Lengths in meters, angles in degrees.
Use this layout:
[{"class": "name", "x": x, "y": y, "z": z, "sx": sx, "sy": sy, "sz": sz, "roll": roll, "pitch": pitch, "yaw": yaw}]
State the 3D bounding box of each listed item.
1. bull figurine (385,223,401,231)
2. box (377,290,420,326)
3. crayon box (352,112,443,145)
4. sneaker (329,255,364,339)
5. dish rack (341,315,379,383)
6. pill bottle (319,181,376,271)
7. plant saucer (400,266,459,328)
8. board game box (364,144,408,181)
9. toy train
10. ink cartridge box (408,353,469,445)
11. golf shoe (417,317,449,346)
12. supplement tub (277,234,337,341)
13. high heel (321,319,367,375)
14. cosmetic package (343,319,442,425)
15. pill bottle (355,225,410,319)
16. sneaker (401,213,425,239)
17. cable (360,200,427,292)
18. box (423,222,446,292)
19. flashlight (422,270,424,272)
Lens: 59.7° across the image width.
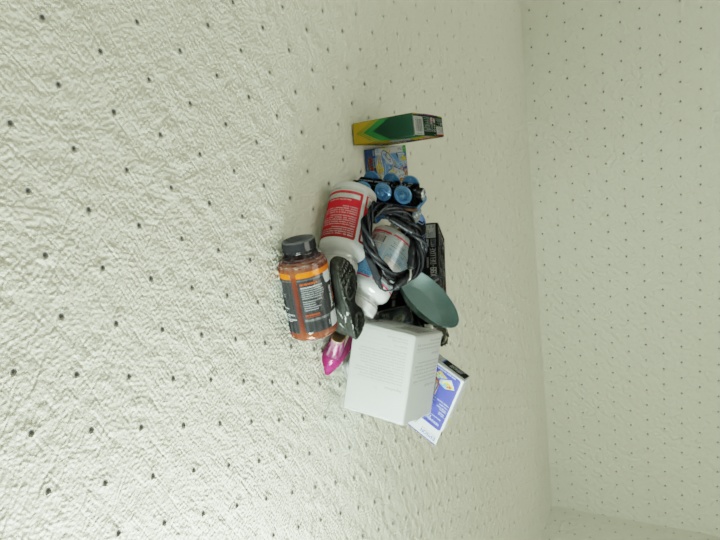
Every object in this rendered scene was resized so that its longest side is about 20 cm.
[{"class": "bull figurine", "x": 0.076, "y": -0.040, "z": 1.667, "sx": 0.201, "sy": 0.064, "sz": 0.124, "roll": -59, "pitch": 142, "yaw": -55}, {"class": "box", "x": 0.113, "y": 0.143, "z": 1.671, "sx": 0.165, "sy": 0.084, "sz": 0.204, "roll": -77, "pitch": 153, "yaw": -62}, {"class": "crayon box", "x": 0.098, "y": -0.357, "z": 1.607, "sx": 0.199, "sy": 0.169, "sz": 0.060, "roll": -19, "pitch": 103, "yaw": -60}, {"class": "sneaker", "x": -0.051, "y": 0.062, "z": 1.364, "sx": 0.076, "sy": 0.089, "sz": 0.204, "roll": -50, "pitch": 138, "yaw": -51}, {"class": "dish rack", "x": 0.015, "y": 0.234, "z": 1.588, "sx": 0.201, "sy": 0.043, "sz": 0.174, "roll": -58, "pitch": 139, "yaw": -44}, {"class": "pill bottle", "x": -0.032, "y": -0.089, "z": 1.427, "sx": 0.112, "sy": 0.110, "sz": 0.205, "roll": 40, "pitch": 56, "yaw": -54}, {"class": "plant saucer", "x": 0.162, "y": 0.078, "z": 1.582, "sx": 0.199, "sy": 0.039, "sz": 0.203, "roll": 31, "pitch": 28, "yaw": -19}, {"class": "board game box", "x": 0.075, "y": -0.266, "z": 1.706, "sx": 0.199, "sy": 0.034, "sz": 0.139, "roll": -27, "pitch": 113, "yaw": -59}, {"class": "toy train", "x": 0.067, "y": -0.172, "z": 1.532, "sx": 0.087, "sy": 0.195, "sz": 0.117, "roll": -52, "pitch": 145, "yaw": -48}, {"class": "ink cartridge box", "x": 0.154, "y": 0.293, "z": 1.563, "sx": 0.047, "sy": 0.196, "sz": 0.204, "roll": -17, "pitch": 133, "yaw": -50}, {"class": "golf shoe", "x": 0.190, "y": 0.117, "z": 1.674, "sx": 0.096, "sy": 0.076, "sz": 0.201, "roll": 60, "pitch": 11, "yaw": -26}, {"class": "supplement tub", "x": -0.110, "y": 0.033, "z": 1.288, "sx": 0.107, "sy": 0.105, "sz": 0.205, "roll": -36, "pitch": 121, "yaw": -56}, {"class": "high heel", "x": -0.036, "y": 0.166, "z": 1.493, "sx": 0.200, "sy": 0.066, "sz": 0.098, "roll": -56, "pitch": 166, "yaw": -63}, {"class": "cosmetic package", "x": 0.078, "y": 0.231, "z": 1.469, "sx": 0.164, "sy": 0.162, "sz": 0.206, "roll": 5, "pitch": 94, "yaw": -60}, {"class": "pill bottle", "x": 0.038, "y": 0.006, "z": 1.466, "sx": 0.203, "sy": 0.107, "sz": 0.109, "roll": -61, "pitch": 143, "yaw": -16}, {"class": "sneaker", "x": 0.143, "y": -0.076, "z": 1.664, "sx": 0.201, "sy": 0.068, "sz": 0.080, "roll": 73, "pitch": 16, "yaw": -59}, {"class": "cable", "x": 0.075, "y": -0.065, "z": 1.399, "sx": 0.161, "sy": 0.050, "sz": 0.204, "roll": -27, "pitch": 100, "yaw": -27}, {"class": "box", "x": 0.215, "y": -0.017, "z": 1.805, "sx": 0.158, "sy": 0.048, "sz": 0.205, "roll": 45, "pitch": 43, "yaw": -71}, {"class": "flashlight", "x": 0.168, "y": -0.055, "z": 1.844, "sx": 0.068, "sy": 0.066, "sz": 0.206, "roll": -26, "pitch": 115, "yaw": -70}]
